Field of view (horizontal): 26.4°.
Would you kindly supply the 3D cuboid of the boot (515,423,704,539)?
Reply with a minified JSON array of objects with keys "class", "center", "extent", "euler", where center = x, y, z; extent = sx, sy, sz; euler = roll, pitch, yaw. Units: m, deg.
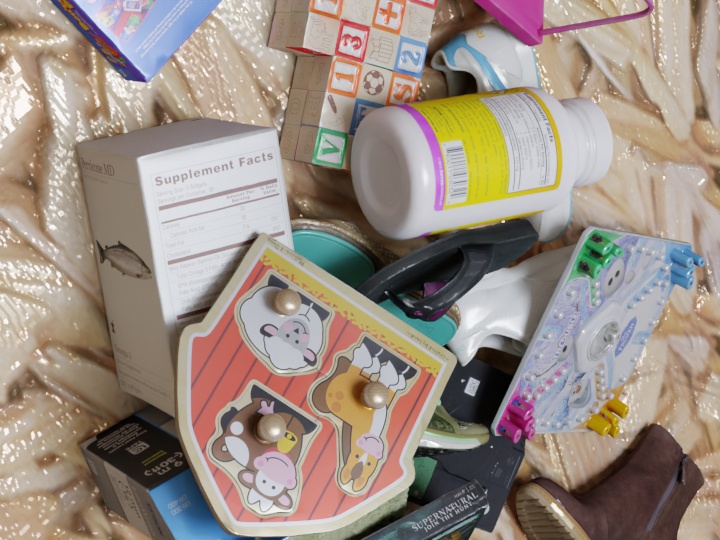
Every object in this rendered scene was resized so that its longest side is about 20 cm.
[{"class":"boot","center":[0.240,0.212,1.465],"extent":[0.200,0.072,0.166],"euler":[47,62,-28]}]

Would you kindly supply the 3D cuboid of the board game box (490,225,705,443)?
[{"class":"board game box","center":[0.216,0.062,1.367],"extent":[0.200,0.026,0.200],"euler":[6,113,-53]}]

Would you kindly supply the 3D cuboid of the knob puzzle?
[{"class":"knob puzzle","center":[-0.042,0.096,1.077],"extent":[0.219,0.030,0.220],"euler":[6,74,-21]}]

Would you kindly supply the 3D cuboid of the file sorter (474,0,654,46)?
[{"class":"file sorter","center":[0.163,-0.304,1.219],"extent":[0.139,0.125,0.200],"euler":[25,64,-55]}]

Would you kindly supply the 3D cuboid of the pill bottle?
[{"class":"pill bottle","center":[0.100,-0.089,1.217],"extent":[0.200,0.104,0.104],"euler":[-11,104,-30]}]

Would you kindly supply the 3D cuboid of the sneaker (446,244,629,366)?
[{"class":"sneaker","center":[0.157,0.034,1.349],"extent":[0.200,0.075,0.089],"euler":[-14,73,-20]}]

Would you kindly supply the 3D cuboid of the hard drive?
[{"class":"hard drive","center":[0.062,0.135,1.343],"extent":[0.200,0.038,0.140],"euler":[25,85,-33]}]

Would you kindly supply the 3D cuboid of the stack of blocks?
[{"class":"stack of blocks","center":[-0.010,-0.181,1.229],"extent":[0.115,0.059,0.200],"euler":[9,94,-33]}]

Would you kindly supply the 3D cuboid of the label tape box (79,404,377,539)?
[{"class":"label tape box","center":[-0.103,0.144,1.145],"extent":[0.143,0.200,0.066],"euler":[-29,111,-25]}]

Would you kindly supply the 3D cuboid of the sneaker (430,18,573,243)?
[{"class":"sneaker","center":[0.122,-0.113,1.321],"extent":[0.081,0.076,0.200],"euler":[-25,104,-19]}]

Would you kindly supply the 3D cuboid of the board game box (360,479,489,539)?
[{"class":"board game box","center":[0.008,0.250,1.273],"extent":[0.200,0.135,0.028],"euler":[-25,68,-21]}]

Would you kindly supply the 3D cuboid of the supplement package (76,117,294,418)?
[{"class":"supplement package","center":[-0.124,-0.005,1.155],"extent":[0.117,0.117,0.200],"euler":[-16,106,-29]}]

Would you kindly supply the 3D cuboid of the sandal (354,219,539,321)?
[{"class":"sandal","center":[0.075,0.004,1.199],"extent":[0.200,0.075,0.048],"euler":[-17,69,-41]}]

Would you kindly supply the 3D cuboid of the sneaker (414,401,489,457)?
[{"class":"sneaker","center":[0.032,0.103,1.263],"extent":[0.200,0.077,0.089],"euler":[16,73,-38]}]

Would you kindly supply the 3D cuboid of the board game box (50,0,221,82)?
[{"class":"board game box","center":[-0.146,-0.258,1.139],"extent":[0.200,0.045,0.134],"euler":[-50,120,-15]}]

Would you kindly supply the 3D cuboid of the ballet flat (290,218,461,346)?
[{"class":"ballet flat","center":[0.000,0.000,1.242],"extent":[0.070,0.065,0.200],"euler":[-38,130,23]}]

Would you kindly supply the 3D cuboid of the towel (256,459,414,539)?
[{"class":"towel","center":[-0.022,0.206,1.237],"extent":[0.148,0.037,0.200],"euler":[-28,153,-20]}]
